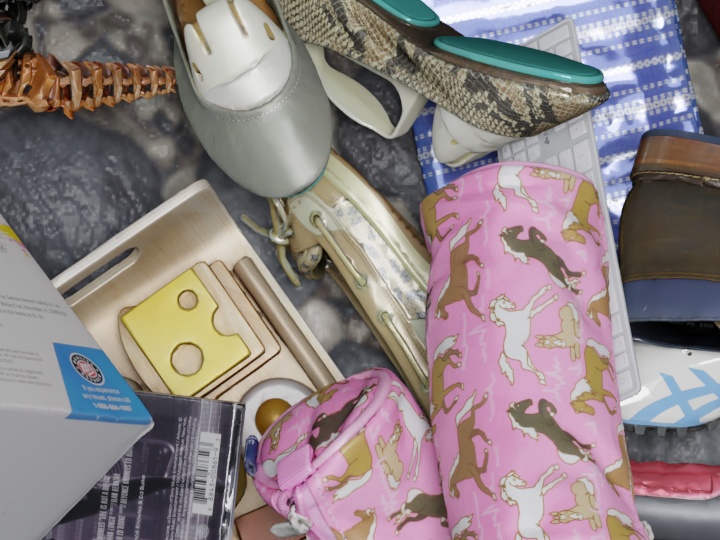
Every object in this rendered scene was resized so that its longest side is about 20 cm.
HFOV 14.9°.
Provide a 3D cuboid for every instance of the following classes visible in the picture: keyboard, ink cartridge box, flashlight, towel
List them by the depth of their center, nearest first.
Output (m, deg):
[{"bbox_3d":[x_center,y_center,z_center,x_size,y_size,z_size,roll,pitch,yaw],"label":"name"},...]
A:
[{"bbox_3d":[-0.229,0.039,1.262,0.145,0.147,0.200,-45,67,16],"label":"ink cartridge box"},{"bbox_3d":[0.094,-0.023,1.306,0.056,0.011,0.201,-31,55,38],"label":"keyboard"},{"bbox_3d":[0.160,0.100,1.324,0.199,0.068,0.068,6,119,6],"label":"flashlight"},{"bbox_3d":[0.100,-0.066,1.369,0.144,0.024,0.201,-12,81,1],"label":"towel"}]

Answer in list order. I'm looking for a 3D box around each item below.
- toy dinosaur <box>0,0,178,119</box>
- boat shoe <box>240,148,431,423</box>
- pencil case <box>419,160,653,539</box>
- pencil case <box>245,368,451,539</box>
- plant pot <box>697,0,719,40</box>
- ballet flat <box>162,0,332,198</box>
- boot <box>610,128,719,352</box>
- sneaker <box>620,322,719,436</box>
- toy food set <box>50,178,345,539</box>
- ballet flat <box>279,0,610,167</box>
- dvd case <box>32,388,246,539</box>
[{"bbox_3d":[-0.189,-0.127,1.367,0.199,0.102,0.137,15,97,-14],"label":"toy dinosaur"},{"bbox_3d":[0.000,0.000,1.331,0.063,0.073,0.200,-45,74,-3],"label":"boat shoe"},{"bbox_3d":[0.076,0.048,1.229,0.082,0.086,0.201,-22,60,31],"label":"pencil case"},{"bbox_3d":[0.029,0.144,1.267,0.086,0.083,0.200,-35,110,-4],"label":"pencil case"},{"bbox_3d":[0.248,-0.168,1.305,0.200,0.200,0.176,-42,70,-5],"label":"plant pot"},{"bbox_3d":[-0.069,-0.123,1.326,0.067,0.064,0.201,-25,56,7],"label":"ballet flat"},{"bbox_3d":[0.206,0.002,1.260,0.199,0.075,0.097,13,76,31],"label":"boot"},{"bbox_3d":[0.189,0.026,1.320,0.199,0.072,0.073,-16,116,-8],"label":"sneaker"},{"bbox_3d":[-0.077,0.075,1.333,0.143,0.060,0.200,-35,83,-3],"label":"toy food set"},{"bbox_3d":[0.032,-0.095,1.336,0.199,0.068,0.076,29,112,31],"label":"ballet flat"},{"bbox_3d":[-0.150,0.126,1.305,0.199,0.016,0.150,5,88,27],"label":"dvd case"}]
